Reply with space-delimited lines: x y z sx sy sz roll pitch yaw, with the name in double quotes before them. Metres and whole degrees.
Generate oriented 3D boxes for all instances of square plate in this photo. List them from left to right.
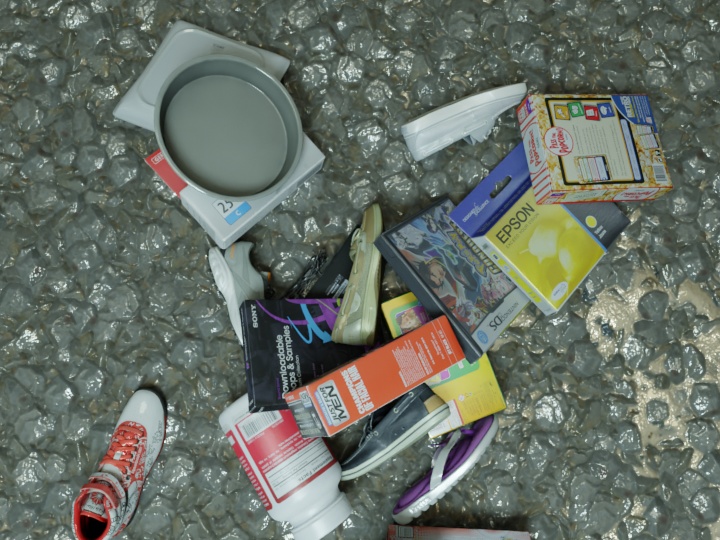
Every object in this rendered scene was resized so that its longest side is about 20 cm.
"square plate" -0.230 -0.274 0.847 0.197 0.029 0.200 21 68 6

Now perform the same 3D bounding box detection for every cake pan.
"cake pan" -0.176 -0.188 0.783 0.197 0.037 0.204 4 80 -24

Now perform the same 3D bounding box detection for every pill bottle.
"pill bottle" -0.096 0.253 0.775 0.111 0.112 0.202 -32 79 -4

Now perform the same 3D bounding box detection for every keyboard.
"keyboard" -0.044 0.018 0.857 0.104 0.040 0.201 39 82 -20

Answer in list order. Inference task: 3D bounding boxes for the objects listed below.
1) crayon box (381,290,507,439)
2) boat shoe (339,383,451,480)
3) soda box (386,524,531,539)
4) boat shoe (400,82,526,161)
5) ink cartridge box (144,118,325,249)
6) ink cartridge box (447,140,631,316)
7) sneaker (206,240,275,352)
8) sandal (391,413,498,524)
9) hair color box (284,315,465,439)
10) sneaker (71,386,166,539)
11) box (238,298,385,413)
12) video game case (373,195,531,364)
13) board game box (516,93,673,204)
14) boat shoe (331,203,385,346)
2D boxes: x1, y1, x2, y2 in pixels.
"crayon box" 0.114 0.120 0.829 0.117 0.058 0.203 -20 84 -3
"boat shoe" 0.035 0.220 0.788 0.200 0.074 0.063 -45 69 26
"soda box" 0.131 0.393 0.785 0.196 0.069 0.064 3 42 0
"boat shoe" 0.160 -0.221 0.865 0.197 0.072 0.069 -24 106 -10
"ink cartridge box" -0.180 -0.161 0.838 0.176 0.045 0.200 46 70 2
"ink cartridge box" 0.262 -0.075 0.840 0.200 0.047 0.198 46 72 2
"sneaker" -0.152 0.051 0.827 0.078 0.074 0.203 -21 84 -8
"sandal" 0.111 0.265 0.800 0.050 0.082 0.203 45 86 0
"hair color box" 0.016 0.130 0.709 0.198 0.111 0.065 -25 84 -26
"sneaker" -0.322 0.263 0.782 0.066 0.108 0.205 16 84 1
"box" -0.058 0.109 0.781 0.197 0.036 0.145 -1 63 -24
"video game case" 0.134 0.002 0.797 0.201 0.026 0.180 51 44 7
"board game box" 0.337 -0.177 0.840 0.196 0.046 0.154 -3 74 -13
"boat shoe" 0.000 0.002 0.797 0.062 0.073 0.204 2 72 8
